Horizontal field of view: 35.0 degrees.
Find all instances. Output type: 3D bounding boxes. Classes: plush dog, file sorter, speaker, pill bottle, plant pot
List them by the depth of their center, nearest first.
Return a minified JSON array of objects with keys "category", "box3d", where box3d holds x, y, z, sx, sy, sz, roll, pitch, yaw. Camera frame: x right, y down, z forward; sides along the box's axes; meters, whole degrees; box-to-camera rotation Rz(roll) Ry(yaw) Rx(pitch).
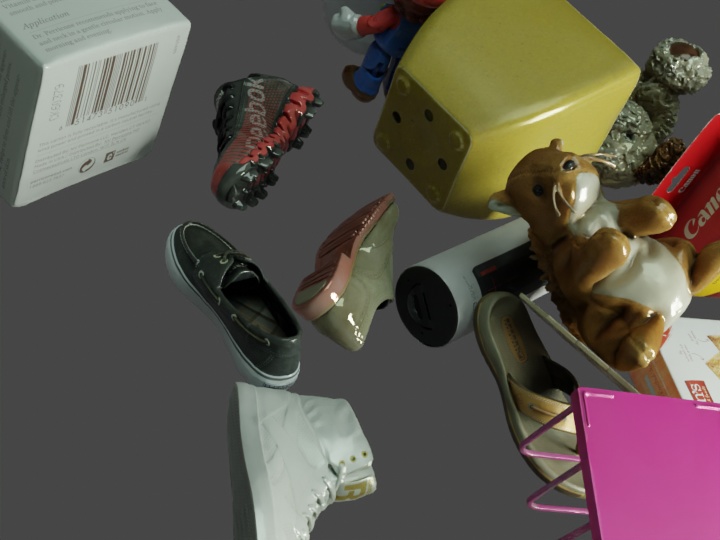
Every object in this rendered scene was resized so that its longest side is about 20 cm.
[{"category":"file sorter","box3d":[0.212,0.214,0.888,0.138,0.126,0.202,8,58,-20]},{"category":"speaker","box3d":[0.125,0.005,1.099,0.199,0.081,0.081,-22,62,-40]},{"category":"plant pot","box3d":[0.129,-0.170,1.192,0.199,0.196,0.194,-29,66,-33]},{"category":"plush dog","box3d":[0.298,-0.168,1.334,0.198,0.161,0.173,10,54,22]},{"category":"pill bottle","box3d":[0.030,-0.352,1.363,0.111,0.113,0.201,24,43,-4]}]

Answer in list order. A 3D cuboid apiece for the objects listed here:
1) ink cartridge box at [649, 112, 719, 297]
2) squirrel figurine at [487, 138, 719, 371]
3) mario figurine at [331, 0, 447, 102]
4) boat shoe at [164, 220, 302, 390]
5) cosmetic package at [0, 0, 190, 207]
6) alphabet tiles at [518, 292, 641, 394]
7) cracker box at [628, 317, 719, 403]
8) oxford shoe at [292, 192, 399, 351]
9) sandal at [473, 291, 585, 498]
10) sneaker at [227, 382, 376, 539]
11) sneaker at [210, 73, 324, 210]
[{"category":"ink cartridge box","box3d":[0.405,-0.064,1.216,0.174,0.201,0.084,2,49,-25]},{"category":"squirrel figurine","box3d":[0.195,-0.019,1.005,0.187,0.200,0.142,44,77,2]},{"category":"mario figurine","box3d":[0.047,-0.283,1.242,0.106,0.201,0.123,39,43,12]},{"category":"boat shoe","box3d":[-0.104,0.016,0.973,0.068,0.057,0.200,-10,46,-35]},{"category":"cosmetic package","box3d":[-0.290,-0.200,1.016,0.200,0.166,0.164,45,45,17]},{"category":"alphabet tiles","box3d":[0.211,0.081,1.028,0.166,0.006,0.200,42,3,14]},{"category":"cracker box","box3d":[0.370,0.117,1.132,0.198,0.058,0.135,4,47,-23]},{"category":"oxford shoe","box3d":[0.000,0.000,1.063,0.074,0.071,0.200,48,40,-15]},{"category":"sandal","box3d":[0.164,0.107,1.006,0.080,0.054,0.201,-18,82,-40]},{"category":"sneaker","box3d":[-0.037,0.171,0.862,0.115,0.074,0.201,7,45,-17]},{"category":"sneaker","box3d":[-0.112,-0.132,1.113,0.097,0.071,0.201,28,41,0]}]
